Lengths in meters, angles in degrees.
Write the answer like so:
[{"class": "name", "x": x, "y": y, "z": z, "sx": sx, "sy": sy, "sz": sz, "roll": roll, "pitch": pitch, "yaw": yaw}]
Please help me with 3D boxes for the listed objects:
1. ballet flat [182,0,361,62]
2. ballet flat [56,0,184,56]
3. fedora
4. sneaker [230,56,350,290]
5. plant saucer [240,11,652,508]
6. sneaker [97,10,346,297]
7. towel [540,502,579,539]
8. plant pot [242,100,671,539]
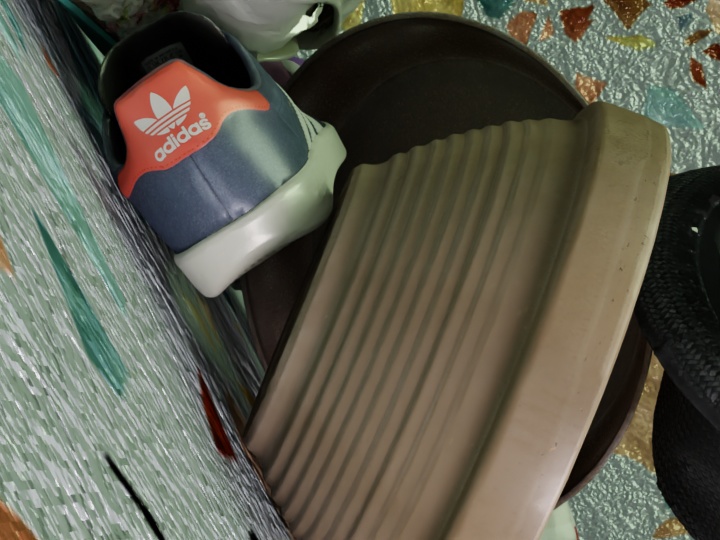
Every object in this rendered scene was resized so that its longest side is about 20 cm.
[{"class": "ballet flat", "x": -0.032, "y": -0.107, "z": 0.947, "sx": 0.070, "sy": 0.069, "sz": 0.200, "roll": 62, "pitch": 10, "yaw": 3}, {"class": "ballet flat", "x": -0.081, "y": -0.111, "z": 0.968, "sx": 0.076, "sy": 0.064, "sz": 0.200, "roll": 41, "pitch": -2, "yaw": 9}, {"class": "fedora", "x": 0.158, "y": 0.052, "z": 0.878, "sx": 0.092, "sy": 0.200, "sz": 0.201, "roll": -67, "pitch": -149, "yaw": 32}, {"class": "sneaker", "x": 0.000, "y": 0.000, "z": 1.102, "sx": 0.088, "sy": 0.080, "sz": 0.200, "roll": -31, "pitch": 100, "yaw": -54}, {"class": "plant saucer", "x": 0.036, "y": 0.000, "z": 0.993, "sx": 0.032, "sy": 0.200, "sz": 0.200, "roll": -13, "pitch": 72, "yaw": -50}, {"class": "sneaker", "x": -0.055, "y": -0.053, "z": 0.921, "sx": 0.085, "sy": 0.075, "sz": 0.200, "roll": 55, "pitch": -1, "yaw": -9}, {"class": "towel", "x": 0.077, "y": 0.144, "z": 1.092, "sx": 0.144, "sy": 0.023, "sz": 0.200, "roll": -14, "pitch": 95, "yaw": -75}, {"class": "plant pot", "x": 0.021, "y": 0.028, "z": 0.850, "sx": 0.093, "sy": 0.201, "sz": 0.201, "roll": 22, "pitch": 6, "yaw": -4}]
